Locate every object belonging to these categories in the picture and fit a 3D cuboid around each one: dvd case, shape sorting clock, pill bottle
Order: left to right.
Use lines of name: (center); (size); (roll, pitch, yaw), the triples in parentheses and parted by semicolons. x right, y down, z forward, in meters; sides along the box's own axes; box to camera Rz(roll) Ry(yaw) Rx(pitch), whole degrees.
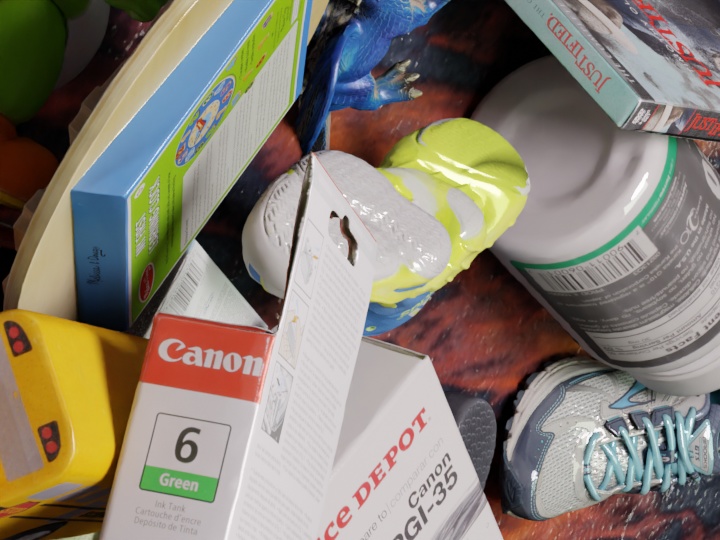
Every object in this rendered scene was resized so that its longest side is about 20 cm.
shape sorting clock: (-0.068, -0.057, 0.996); (0.201, 0.039, 0.200); (-57, 173, -11)
pill bottle: (0.136, -0.017, 1.368); (0.114, 0.113, 0.200); (-62, 144, -12)
dvd case: (0.138, -0.116, 1.308); (0.199, 0.146, 0.022); (2, 133, -52)

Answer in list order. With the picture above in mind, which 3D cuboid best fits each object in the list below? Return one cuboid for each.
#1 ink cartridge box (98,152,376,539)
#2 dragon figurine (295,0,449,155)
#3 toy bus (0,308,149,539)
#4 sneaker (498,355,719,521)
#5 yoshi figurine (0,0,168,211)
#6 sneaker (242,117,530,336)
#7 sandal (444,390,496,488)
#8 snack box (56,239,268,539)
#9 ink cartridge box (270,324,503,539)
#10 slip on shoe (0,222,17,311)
ink cartridge box: (-0.047, 0.065, 0.981); (0.109, 0.050, 0.201); (53, 47, -68)
dragon figurine: (-0.018, -0.092, 1.162); (0.099, 0.059, 0.200); (-27, 155, -45)
toy bus: (-0.121, 0.058, 0.968); (0.200, 0.078, 0.065); (22, 48, -74)
sneaker: (0.151, 0.084, 1.458); (0.200, 0.086, 0.078); (-27, 125, -45)
yoshi figurine: (-0.098, -0.118, 1.022); (0.112, 0.112, 0.201); (26, 83, -62)
sneaker: (0.000, 0.000, 1.184); (0.200, 0.076, 0.105); (-20, 151, -54)
sandal: (0.018, 0.157, 1.361); (0.201, 0.043, 0.076); (-69, 153, -20)
snack box: (-0.112, 0.086, 1.127); (0.201, 0.037, 0.116); (-63, 159, -12)
ink cartridge box: (-0.011, 0.145, 1.169); (0.147, 0.082, 0.201); (-49, 134, -30)
slip on shoe: (-0.173, 0.001, 1.009); (0.200, 0.061, 0.075); (20, 91, -53)
